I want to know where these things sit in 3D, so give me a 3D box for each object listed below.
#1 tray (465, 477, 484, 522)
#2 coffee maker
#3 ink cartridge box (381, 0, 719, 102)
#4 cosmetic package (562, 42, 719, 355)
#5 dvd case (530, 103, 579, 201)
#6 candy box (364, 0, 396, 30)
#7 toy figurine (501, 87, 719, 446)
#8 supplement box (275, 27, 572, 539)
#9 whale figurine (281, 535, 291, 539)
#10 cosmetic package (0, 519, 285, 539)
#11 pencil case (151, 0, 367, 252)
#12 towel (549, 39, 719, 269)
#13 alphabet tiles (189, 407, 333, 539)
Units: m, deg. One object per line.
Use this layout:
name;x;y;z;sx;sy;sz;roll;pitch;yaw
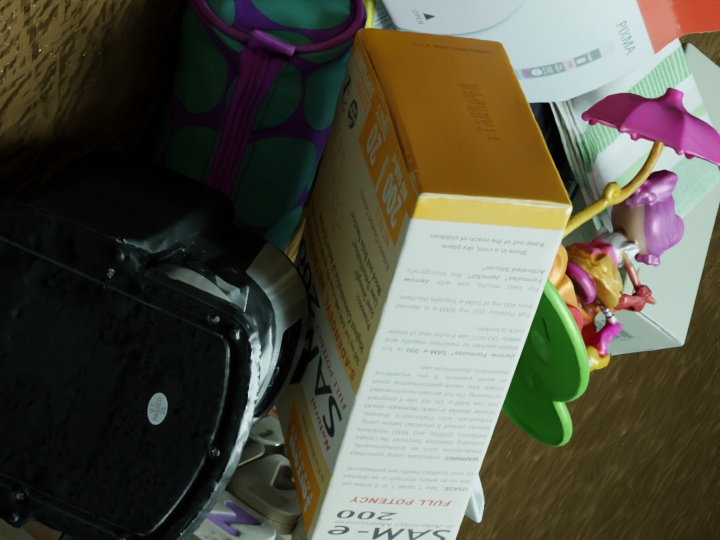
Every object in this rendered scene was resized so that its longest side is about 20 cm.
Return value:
tray;0.027;0.030;1.118;0.022;0.202;0.107;-16;179;5
coffee maker;-0.117;0.011;0.889;0.135;0.192;0.200;-43;-177;8
ink cartridge box;0.108;-0.147;1.068;0.163;0.198;0.057;58;42;-52
cosmetic package;0.187;-0.047;1.493;0.073;0.103;0.201;33;62;-34
dvd case;0.071;-0.050;1.348;0.200;0.016;0.150;24;93;-55
candy box;0.049;-0.151;1.204;0.200;0.026;0.103;-37;143;-45
toy figurine;0.147;-0.019;1.301;0.184;0.150;0.201;-39;136;-20
supplement box;0.019;0.011;0.971;0.073;0.126;0.201;3;127;-17
whale figurine;-0.036;0.171;1.309;0.201;0.103;0.160;-95;-162;-53
cosmetic package;-0.112;0.139;1.011;0.088;0.199;0.103;-61;161;17
pencil case;-0.061;-0.048;1.020;0.093;0.084;0.201;-73;-178;-55
towel;0.170;-0.120;1.392;0.152;0.023;0.201;-40;114;-42
alphabet tiles;-0.059;0.081;1.052;0.195;0.199;0.015;-18;136;-61
